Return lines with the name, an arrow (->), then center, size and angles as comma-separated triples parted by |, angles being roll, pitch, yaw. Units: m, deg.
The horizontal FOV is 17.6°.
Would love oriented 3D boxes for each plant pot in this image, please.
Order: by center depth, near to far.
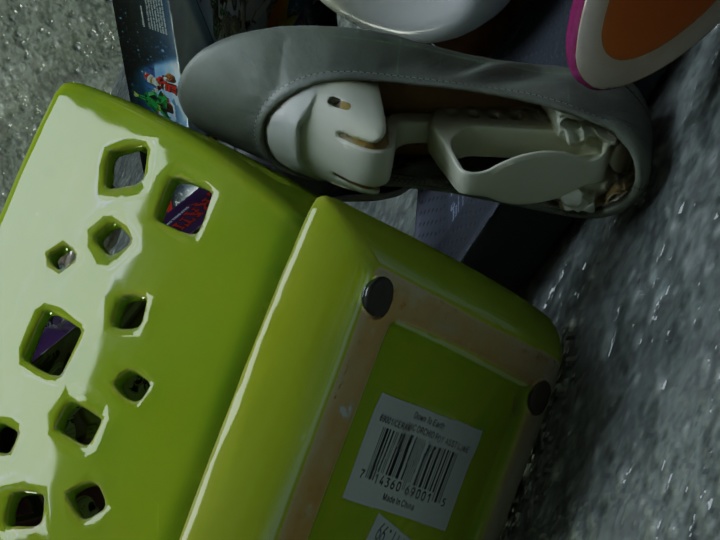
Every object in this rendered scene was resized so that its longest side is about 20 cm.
plant pot -> -0.041, 0.059, 0.958 | 0.181, 0.200, 0.200 | 18, 84, 40

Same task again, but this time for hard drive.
hard drive -> 0.083, -0.072, 1.067 | 0.135, 0.042, 0.201 | -85, 22, -52

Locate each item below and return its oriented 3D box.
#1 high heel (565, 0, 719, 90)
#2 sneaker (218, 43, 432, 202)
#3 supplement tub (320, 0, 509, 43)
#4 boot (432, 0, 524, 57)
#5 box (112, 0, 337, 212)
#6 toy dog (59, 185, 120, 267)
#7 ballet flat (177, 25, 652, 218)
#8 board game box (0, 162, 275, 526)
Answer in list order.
high heel -> 0.130, -0.164, 0.955 | 0.201, 0.067, 0.096 | -63, 23, -2
sneaker -> 0.021, -0.083, 1.193 | 0.099, 0.071, 0.200 | -28, -4, 35
supplement tub -> 0.054, -0.219, 1.114 | 0.200, 0.144, 0.145 | -51, 1, -38
boot -> 0.015, -0.161, 1.237 | 0.074, 0.154, 0.200 | -66, 13, 4
box -> -0.065, -0.136, 1.154 | 0.137, 0.037, 0.201 | -52, -28, -35
toy dog -> -0.118, 0.051, 1.194 | 0.132, 0.199, 0.096 | -51, -13, -18
ballet flat -> 0.024, -0.058, 0.950 | 0.064, 0.198, 0.068 | -91, 8, -51
board game box -> -0.097, 0.052, 1.053 | 0.200, 0.032, 0.121 | -42, -45, -33
